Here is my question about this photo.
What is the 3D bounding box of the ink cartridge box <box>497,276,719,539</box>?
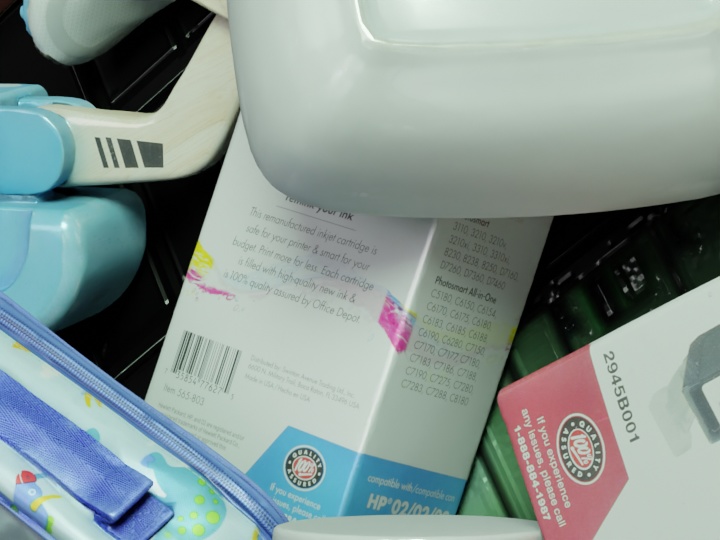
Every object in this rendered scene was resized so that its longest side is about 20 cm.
[{"bbox_3d":[0.156,0.065,0.819,0.200,0.085,0.146,-30,71,37],"label":"ink cartridge box"}]

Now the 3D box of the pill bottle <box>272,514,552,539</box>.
[{"bbox_3d":[0.017,0.182,0.883,0.116,0.116,0.200,1,91,39],"label":"pill bottle"}]

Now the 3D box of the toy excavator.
[{"bbox_3d":[-0.116,-0.039,1.092,0.200,0.100,0.195,4,101,18],"label":"toy excavator"}]

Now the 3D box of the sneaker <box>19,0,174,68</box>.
[{"bbox_3d":[-0.060,-0.145,1.096,0.200,0.075,0.087,-44,60,21],"label":"sneaker"}]

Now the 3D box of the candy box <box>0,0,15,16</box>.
[{"bbox_3d":[-0.193,-0.212,1.233,0.117,0.056,0.200,-41,56,23],"label":"candy box"}]

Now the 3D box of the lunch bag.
[{"bbox_3d":[-0.108,0.096,0.981,0.200,0.161,0.082,33,60,24],"label":"lunch bag"}]

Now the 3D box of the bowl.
[{"bbox_3d":[0.054,-0.123,0.921,0.200,0.075,0.200,-3,72,-6],"label":"bowl"}]

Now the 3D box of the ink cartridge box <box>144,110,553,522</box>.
[{"bbox_3d":[0.000,0.000,1.004,0.115,0.068,0.200,19,90,42],"label":"ink cartridge box"}]
